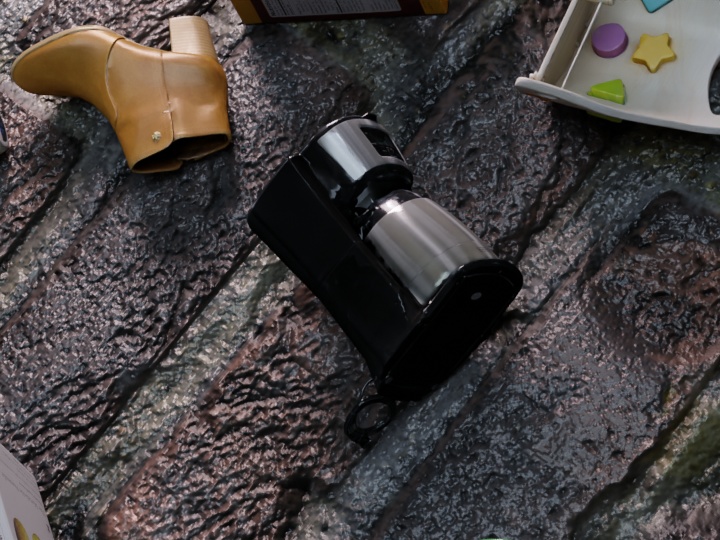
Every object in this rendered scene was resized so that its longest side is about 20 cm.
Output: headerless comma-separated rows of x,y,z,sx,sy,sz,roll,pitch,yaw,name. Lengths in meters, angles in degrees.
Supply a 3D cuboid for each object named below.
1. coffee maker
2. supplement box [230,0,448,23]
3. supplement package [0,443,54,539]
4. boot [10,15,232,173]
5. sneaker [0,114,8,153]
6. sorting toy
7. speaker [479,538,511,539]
0.000,0.000,1.633,0.192,0.135,0.200,-40,60,-4,coffee maker
-0.024,-0.346,1.806,0.199,0.133,0.198,-1,65,16,supplement box
-0.308,0.248,1.608,0.109,0.114,0.200,-27,56,3,supplement package
-0.219,-0.151,1.805,0.200,0.071,0.144,-12,59,5,boot
-0.411,-0.179,1.875,0.112,0.073,0.200,-23,62,3,sneaker
0.252,-0.191,1.677,0.180,0.107,0.200,21,72,16,sorting toy
0.101,0.307,1.483,0.088,0.088,0.201,3,66,18,speaker
